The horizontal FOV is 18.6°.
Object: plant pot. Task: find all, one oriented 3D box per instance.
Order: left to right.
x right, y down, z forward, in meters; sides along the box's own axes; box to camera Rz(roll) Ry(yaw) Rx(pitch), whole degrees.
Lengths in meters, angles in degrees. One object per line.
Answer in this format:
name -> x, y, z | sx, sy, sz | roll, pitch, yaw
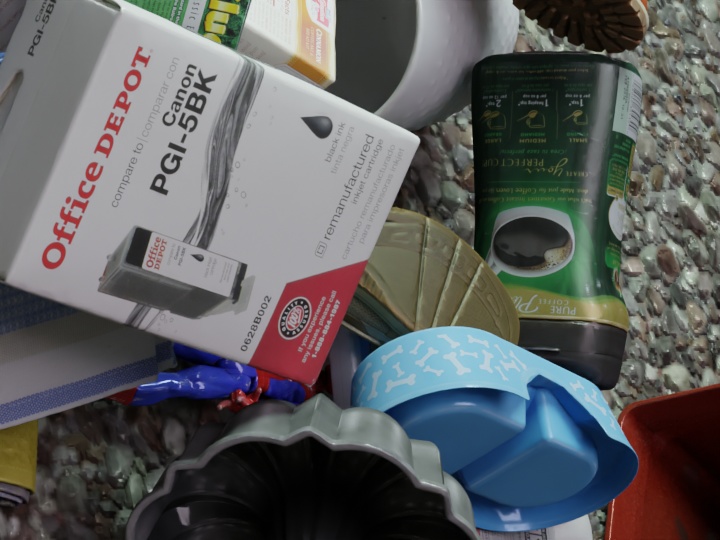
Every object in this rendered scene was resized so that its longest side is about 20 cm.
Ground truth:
plant pot -> 0.291, 0.198, 1.453 | 0.176, 0.199, 0.201 | 40, 47, -37

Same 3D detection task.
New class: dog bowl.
dog bowl -> 0.073, 0.090, 1.254 | 0.199, 0.111, 0.050 | 25, 42, -42

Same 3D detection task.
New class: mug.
mug -> 0.031, -0.181, 1.378 | 0.147, 0.201, 0.175 | 37, 23, 23

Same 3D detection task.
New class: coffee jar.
coffee jar -> 0.114, -0.027, 1.327 | 0.085, 0.104, 0.201 | 25, 69, -69

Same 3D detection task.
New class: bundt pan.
bundt pan -> -0.026, 0.149, 1.178 | 0.202, 0.202, 0.076 | 44, 25, -18

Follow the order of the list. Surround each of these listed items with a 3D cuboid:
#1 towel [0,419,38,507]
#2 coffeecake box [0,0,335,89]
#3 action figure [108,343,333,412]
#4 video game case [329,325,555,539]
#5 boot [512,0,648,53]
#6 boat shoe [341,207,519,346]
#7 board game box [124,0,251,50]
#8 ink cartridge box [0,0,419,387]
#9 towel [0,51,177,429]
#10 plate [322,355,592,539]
towel -> -0.227, 0.021, 1.165 | 0.143, 0.023, 0.201 | 20, 59, -35
coffeecake box -> -0.136, -0.134, 1.220 | 0.199, 0.153, 0.073 | 30, 40, -30
action figure -> -0.079, 0.055, 1.261 | 0.199, 0.052, 0.066 | 10, 60, -42
video game case -> 0.049, 0.088, 1.328 | 0.182, 0.023, 0.201 | 17, 61, -46
boot -> 0.109, -0.222, 1.292 | 0.200, 0.075, 0.107 | 46, 55, -7
boat shoe -> -0.001, 0.002, 1.258 | 0.200, 0.063, 0.074 | 26, 60, -16
board game box -> -0.128, -0.080, 1.156 | 0.104, 0.201, 0.023 | 11, 19, -24
ink cartridge box -> -0.089, -0.042, 1.099 | 0.199, 0.083, 0.148 | 20, 95, -39
towel -> -0.167, -0.018, 1.120 | 0.146, 0.024, 0.201 | -18, 117, -31
plate -> 0.065, 0.098, 1.393 | 0.199, 0.032, 0.201 | -3, 74, -43
